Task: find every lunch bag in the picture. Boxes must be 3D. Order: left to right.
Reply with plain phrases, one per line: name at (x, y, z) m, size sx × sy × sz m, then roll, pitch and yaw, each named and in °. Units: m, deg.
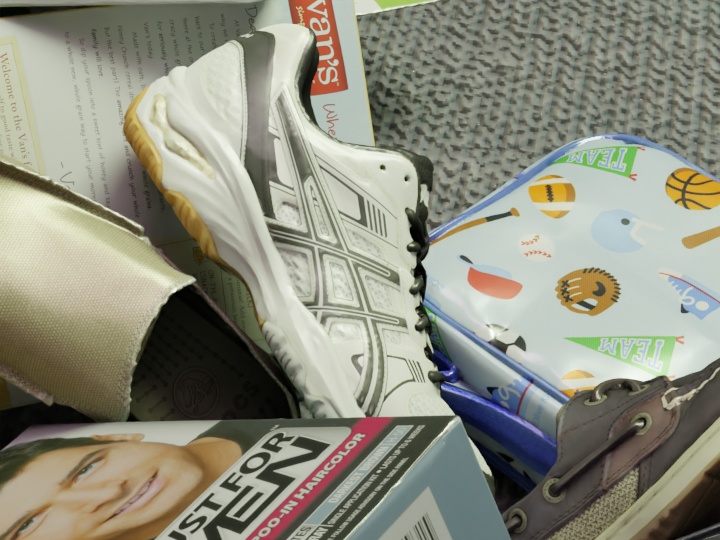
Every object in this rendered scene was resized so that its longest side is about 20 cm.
lunch bag at (0.110, 0.035, 0.867) m, size 0.200 × 0.076 × 0.160 m, roll 33°, pitch 50°, yaw 29°

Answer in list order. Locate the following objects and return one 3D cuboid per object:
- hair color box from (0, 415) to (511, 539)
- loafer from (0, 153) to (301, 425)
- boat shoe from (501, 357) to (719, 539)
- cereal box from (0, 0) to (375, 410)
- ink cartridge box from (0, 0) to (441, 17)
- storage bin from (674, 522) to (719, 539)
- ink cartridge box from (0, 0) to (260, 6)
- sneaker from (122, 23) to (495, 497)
hair color box at (-0.060, 0.098, 0.712) m, size 0.199 × 0.061 × 0.099 m, roll -5°, pitch 27°, yaw 42°
loafer at (-0.094, 0.014, 0.795) m, size 0.199 × 0.068 × 0.076 m, roll 32°, pitch 76°, yaw -24°
boat shoe at (0.090, 0.067, 0.755) m, size 0.065 × 0.072 × 0.200 m, roll 44°, pitch 97°, yaw 23°
cereal box at (-0.086, -0.031, 0.863) m, size 0.199 × 0.145 × 0.039 m, roll -10°, pitch 4°, yaw -29°
ink cartridge box at (-0.076, -0.113, 1.025) m, size 0.199 × 0.076 × 0.148 m, roll -15°, pitch 43°, yaw -24°
storage bin at (0.121, 0.163, 0.698) m, size 0.199 × 0.094 × 0.135 m, roll -17°, pitch 45°, yaw -24°
ink cartridge box at (-0.110, -0.164, 0.904) m, size 0.145 × 0.085 × 0.200 m, roll -3°, pitch 17°, yaw -10°
sneaker at (0.000, 0.000, 0.805) m, size 0.087 × 0.076 × 0.201 m, roll -34°, pitch 86°, yaw -2°
